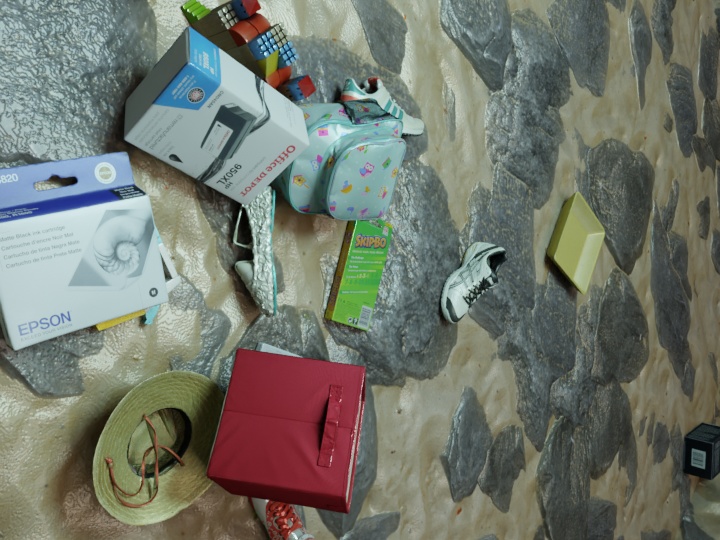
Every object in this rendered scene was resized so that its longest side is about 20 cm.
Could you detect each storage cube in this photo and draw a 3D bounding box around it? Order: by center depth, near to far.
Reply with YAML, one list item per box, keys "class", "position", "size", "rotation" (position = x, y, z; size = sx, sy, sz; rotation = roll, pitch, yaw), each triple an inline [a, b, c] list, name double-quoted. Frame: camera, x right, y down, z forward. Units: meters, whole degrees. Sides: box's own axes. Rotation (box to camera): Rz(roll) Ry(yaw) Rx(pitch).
- class: "storage cube"
  position: [-0.091, 0.227, 0.863]
  size: [0.201, 0.177, 0.173]
  rotation: [91, 7, -64]

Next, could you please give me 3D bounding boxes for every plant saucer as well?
- class: "plant saucer"
  position: [0.555, -0.069, 1.626]
  size: [0.200, 0.048, 0.202]
  rotation: [39, 68, -39]

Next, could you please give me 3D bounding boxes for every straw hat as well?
- class: "straw hat"
  position: [-0.278, 0.226, 0.838]
  size: [0.200, 0.085, 0.204]
  rotation: [-3, 95, -43]

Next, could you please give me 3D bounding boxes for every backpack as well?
- class: "backpack"
  position: [-0.037, -0.167, 0.970]
  size: [0.198, 0.154, 0.177]
  rotation: [-4, 130, -28]

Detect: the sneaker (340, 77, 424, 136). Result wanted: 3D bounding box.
- class: "sneaker"
  position: [0.044, -0.289, 1.104]
  size: [0.198, 0.070, 0.095]
  rotation: [-4, 103, -40]

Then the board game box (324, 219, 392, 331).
- class: "board game box"
  position: [0.000, 0.000, 1.121]
  size: [0.095, 0.030, 0.202]
  rotation: [21, 82, -43]

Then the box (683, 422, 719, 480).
- class: "box"
  position: [1.327, 0.689, 2.392]
  size: [0.199, 0.104, 0.150]
  rotation: [-7, 98, -43]

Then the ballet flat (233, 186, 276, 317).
- class: "ballet flat"
  position: [-0.161, -0.030, 0.951]
  size: [0.071, 0.071, 0.203]
  rotation: [-3, 94, -43]

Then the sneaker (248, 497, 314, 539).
- class: "sneaker"
  position: [-0.111, 0.409, 0.998]
  size: [0.067, 0.107, 0.204]
  rotation: [-26, 111, -39]

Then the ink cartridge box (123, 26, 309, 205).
- class: "ink cartridge box"
  position: [-0.188, -0.195, 0.834]
  size: [0.199, 0.144, 0.085]
  rotation: [28, 36, -41]

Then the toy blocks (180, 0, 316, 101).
- class: "toy blocks"
  position: [-0.147, -0.302, 0.877]
  size: [0.100, 0.136, 0.201]
  rotation: [-47, 123, -29]

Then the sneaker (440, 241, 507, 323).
- class: "sneaker"
  position: [0.240, 0.023, 1.311]
  size: [0.076, 0.087, 0.201]
  rotation: [45, 65, -38]

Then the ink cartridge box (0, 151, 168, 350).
- class: "ink cartridge box"
  position: [-0.344, -0.031, 0.753]
  size: [0.198, 0.040, 0.203]
  rotation: [-20, 108, -40]

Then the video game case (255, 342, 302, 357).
- class: "video game case"
  position: [-0.113, 0.216, 1.040]
  size: [0.199, 0.018, 0.145]
  rotation: [28, 74, -41]

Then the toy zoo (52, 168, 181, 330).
- class: "toy zoo"
  position: [-0.320, -0.014, 0.819]
  size: [0.131, 0.020, 0.202]
  rotation: [-35, 117, -35]
